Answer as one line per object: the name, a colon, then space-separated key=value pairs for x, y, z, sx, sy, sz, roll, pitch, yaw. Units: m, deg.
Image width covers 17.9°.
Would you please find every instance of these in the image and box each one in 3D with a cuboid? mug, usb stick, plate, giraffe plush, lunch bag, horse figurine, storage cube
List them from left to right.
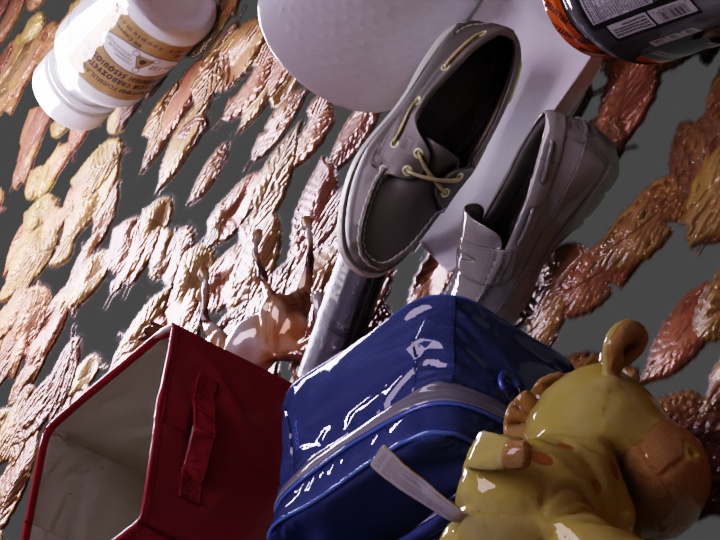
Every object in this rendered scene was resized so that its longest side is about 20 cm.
storage cube: x=-0.116 y=0.175 z=1.593 sx=0.200 sy=0.180 sz=0.171 roll=-39 pitch=33 yaw=40
horse figurine: x=-0.090 y=0.043 z=1.820 sx=0.200 sy=0.050 sz=0.133 roll=-32 pitch=54 yaw=33
usb stick: x=0.000 y=0.000 z=1.681 sx=0.200 sy=0.033 sz=0.055 roll=-70 pitch=23 yaw=12
mug: x=0.029 y=-0.250 z=1.782 sx=0.175 sy=0.148 sz=0.200 roll=-48 pitch=22 yaw=42
lunch bag: x=0.044 y=0.119 z=1.401 sx=0.200 sy=0.136 sz=0.132 roll=-37 pitch=34 yaw=39
plate: x=0.095 y=-0.107 z=1.662 sx=0.200 sy=0.032 sz=0.200 roll=-59 pitch=25 yaw=7
giraffe plush: x=0.122 y=0.125 z=1.255 sx=0.173 sy=0.200 sz=0.162 roll=-37 pitch=5 yaw=48

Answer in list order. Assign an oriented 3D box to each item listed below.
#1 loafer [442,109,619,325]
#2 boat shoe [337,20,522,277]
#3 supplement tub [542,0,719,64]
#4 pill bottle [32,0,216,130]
loafer: x=0.092 y=-0.019 z=1.532 sx=0.200 sy=0.070 sz=0.070 roll=-56 pitch=25 yaw=10
boat shoe: x=0.049 y=-0.087 z=1.607 sx=0.202 sy=0.072 sz=0.060 roll=-62 pitch=20 yaw=-9
supplement tub: x=0.209 y=-0.199 z=1.439 sx=0.200 sy=0.123 sz=0.123 roll=-13 pitch=53 yaw=58
pill bottle: x=-0.246 y=-0.231 z=2.335 sx=0.200 sy=0.114 sz=0.114 roll=-39 pitch=33 yaw=39
